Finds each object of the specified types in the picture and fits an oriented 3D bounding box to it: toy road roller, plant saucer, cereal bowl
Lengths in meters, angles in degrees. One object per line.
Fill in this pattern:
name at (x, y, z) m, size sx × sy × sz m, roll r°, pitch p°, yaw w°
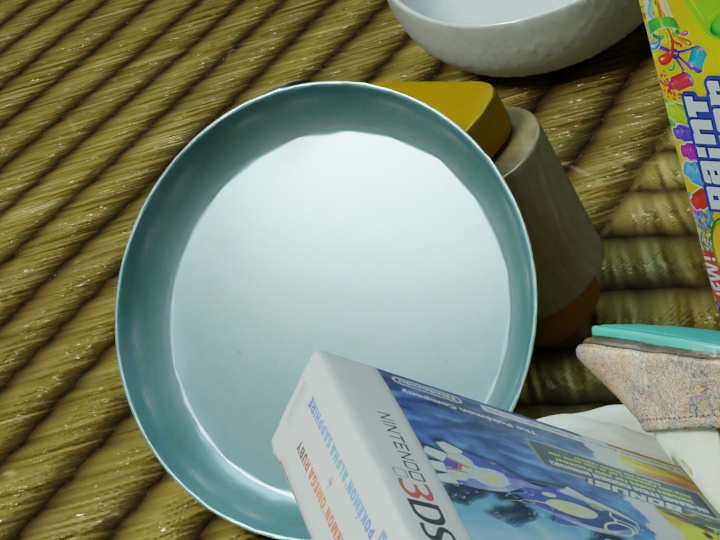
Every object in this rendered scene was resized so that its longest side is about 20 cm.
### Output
toy road roller at (0.000, 0.000, 1.002) m, size 0.199 × 0.123 × 0.146 m, roll 2°, pitch 44°, yaw 43°
plant saucer at (-0.014, 0.018, 0.924) m, size 0.199 × 0.201 × 0.027 m, roll -8°, pitch -10°, yaw 22°
cereal bowl at (0.113, -0.191, 1.322) m, size 0.199 × 0.083 × 0.201 m, roll -14°, pitch 42°, yaw 13°

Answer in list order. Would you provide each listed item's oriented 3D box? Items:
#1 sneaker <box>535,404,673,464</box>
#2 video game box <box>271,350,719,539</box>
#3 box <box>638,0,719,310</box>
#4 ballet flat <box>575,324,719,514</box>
sneaker at (0.121, 0.077, 0.831) m, size 0.199 × 0.076 × 0.089 m, roll -12°, pitch 12°, yaw 1°
video game box at (0.082, 0.106, 0.674) m, size 0.199 × 0.047 × 0.182 m, roll 18°, pitch 19°, yaw -20°
box at (0.242, -0.088, 0.912) m, size 0.192 × 0.201 × 0.122 m, roll 6°, pitch 35°, yaw 43°
ballet flat at (0.150, 0.054, 0.711) m, size 0.068 × 0.068 × 0.200 m, roll 6°, pitch -3°, yaw -41°
